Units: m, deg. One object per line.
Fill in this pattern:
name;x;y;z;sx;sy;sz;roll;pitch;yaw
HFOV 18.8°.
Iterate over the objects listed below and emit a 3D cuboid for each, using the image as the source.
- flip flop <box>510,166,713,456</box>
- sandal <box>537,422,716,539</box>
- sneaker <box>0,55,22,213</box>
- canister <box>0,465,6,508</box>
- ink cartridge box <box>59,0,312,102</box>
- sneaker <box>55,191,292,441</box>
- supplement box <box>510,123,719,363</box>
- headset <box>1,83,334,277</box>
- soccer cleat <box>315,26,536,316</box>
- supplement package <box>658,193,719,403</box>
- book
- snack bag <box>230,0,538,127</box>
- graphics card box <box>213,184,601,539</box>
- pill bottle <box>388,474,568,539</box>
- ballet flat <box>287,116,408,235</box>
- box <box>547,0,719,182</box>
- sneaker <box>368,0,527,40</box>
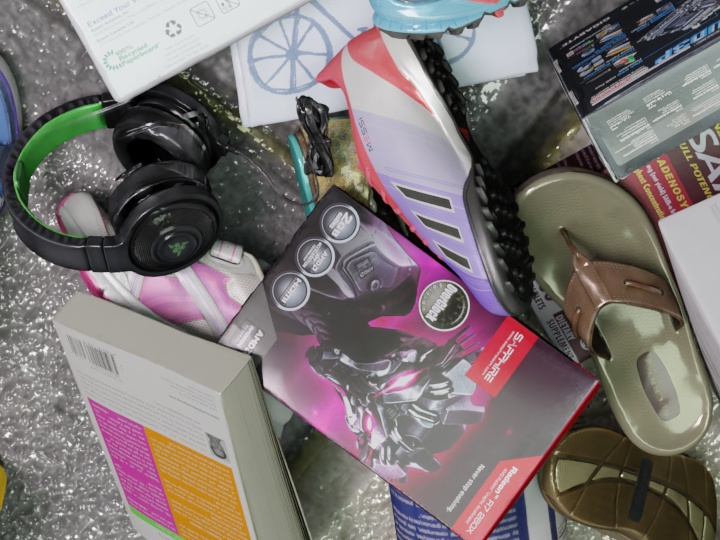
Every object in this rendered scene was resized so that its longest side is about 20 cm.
flip flop;0.156;0.027;1.312;0.081;0.058;0.201;-24;103;7
sandal;0.168;0.145;1.397;0.200;0.054;0.081;29;75;-43
sneaker;-0.258;-0.026;1.298;0.080;0.147;0.201;18;108;-8
canister;-0.305;0.213;1.382;0.086;0.149;0.200;26;105;-10
ink cartridge box;-0.104;-0.231;1.268;0.196;0.043;0.200;-27;103;5
sneaker;-0.103;0.014;1.356;0.200;0.081;0.088;42;80;-3
supplement box;0.188;-0.036;1.356;0.200;0.061;0.109;-29;108;7
headset;-0.116;-0.065;1.295;0.199;0.124;0.094;-2;142;2
soccer cleat;0.040;-0.054;1.281;0.073;0.068;0.201;-29;72;18
supplement package;0.265;0.042;1.311;0.113;0.110;0.200;-23;142;3
book;-0.109;0.112;1.336;0.133;0.048;0.200;20;143;30
snack bag;0.000;-0.197;1.315;0.188;0.021;0.201;-11;106;1
graphics card box;0.027;0.057;1.288;0.200;0.051;0.126;37;90;4
pill bottle;0.076;0.156;1.393;0.111;0.111;0.201;-8;109;1
ballet flat;0.000;0.000;1.362;0.070;0.071;0.201;-7;108;1
box;0.212;-0.142;1.268;0.200;0.159;0.046;-30;109;8
sneaker;0.091;-0.207;1.252;0.200;0.079;0.096;-27;122;-21
